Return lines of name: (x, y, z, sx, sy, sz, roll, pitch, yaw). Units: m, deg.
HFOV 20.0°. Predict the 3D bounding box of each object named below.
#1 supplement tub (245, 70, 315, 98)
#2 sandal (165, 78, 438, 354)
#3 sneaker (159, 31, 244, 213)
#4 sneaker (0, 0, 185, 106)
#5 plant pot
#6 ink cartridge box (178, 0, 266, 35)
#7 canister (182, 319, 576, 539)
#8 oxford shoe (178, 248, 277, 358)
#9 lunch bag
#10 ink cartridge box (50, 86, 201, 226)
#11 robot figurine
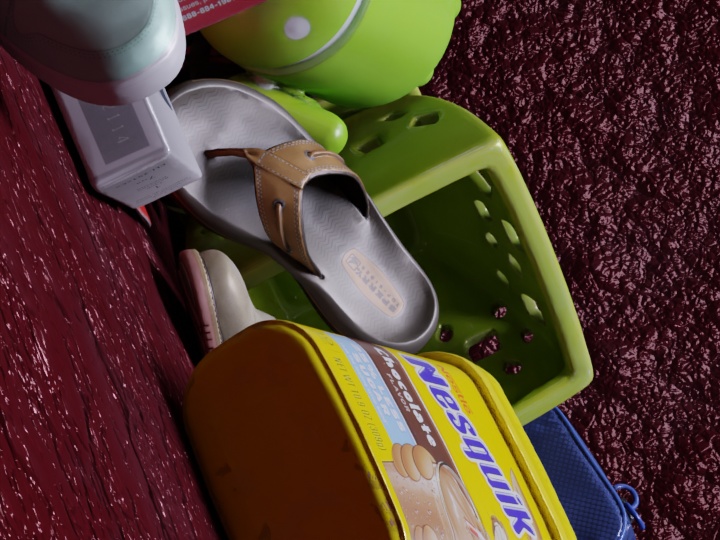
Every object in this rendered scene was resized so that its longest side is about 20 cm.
supplement tub: (-0.067, -0.148, 1.374, 0.123, 0.122, 0.200, 67, -19, 0)
sandal: (-0.029, -0.029, 1.090, 0.200, 0.082, 0.055, 47, -24, -12)
sneaker: (-0.100, -0.128, 1.208, 0.084, 0.077, 0.200, 40, 48, -57)
sneaker: (-0.137, -0.158, 0.771, 0.201, 0.074, 0.118, 57, -8, 15)
plant pot: (0.000, 0.000, 1.260, 0.199, 0.200, 0.182, 66, -6, -35)
ink cartridge box: (-0.080, -0.230, 0.978, 0.083, 0.146, 0.200, -105, 171, -54)
canister: (0.013, 0.102, 0.953, 0.200, 0.086, 0.149, 18, 42, -62)
oxford shoe: (-0.043, 0.046, 1.106, 0.200, 0.074, 0.071, 65, 2, -52)
lunch bag: (0.087, 0.184, 1.284, 0.136, 0.200, 0.132, 61, -5, 37)
ink cartridge box: (-0.137, -0.128, 1.014, 0.176, 0.045, 0.200, 51, 16, -84)
robot figurine: (-0.022, -0.159, 1.155, 0.116, 0.176, 0.200, 28, 6, 30)
